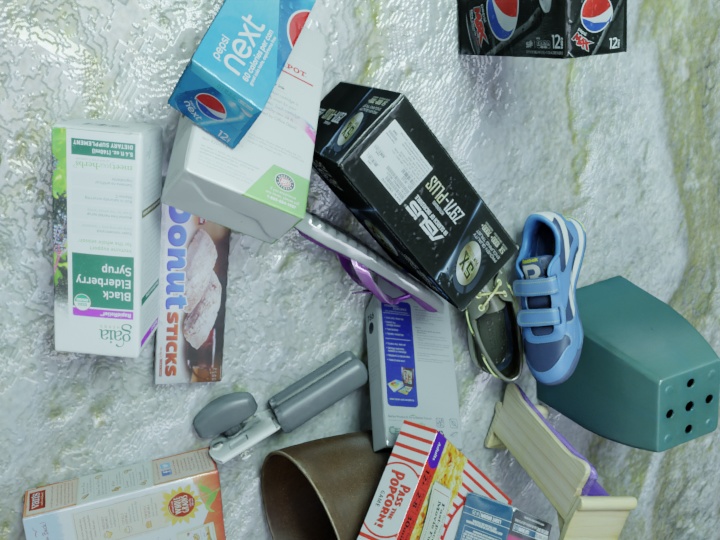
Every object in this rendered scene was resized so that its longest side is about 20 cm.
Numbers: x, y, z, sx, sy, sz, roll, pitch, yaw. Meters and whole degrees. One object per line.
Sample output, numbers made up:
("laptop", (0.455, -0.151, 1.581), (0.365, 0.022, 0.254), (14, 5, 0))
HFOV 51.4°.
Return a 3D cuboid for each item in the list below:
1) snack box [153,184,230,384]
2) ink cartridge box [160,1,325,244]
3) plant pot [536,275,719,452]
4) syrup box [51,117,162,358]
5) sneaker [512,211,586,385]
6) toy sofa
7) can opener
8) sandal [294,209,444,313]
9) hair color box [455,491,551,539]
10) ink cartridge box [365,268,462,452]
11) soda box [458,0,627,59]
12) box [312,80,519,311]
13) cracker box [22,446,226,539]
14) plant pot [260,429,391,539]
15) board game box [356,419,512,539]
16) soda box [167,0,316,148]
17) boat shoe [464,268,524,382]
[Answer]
("snack box", (-0.172, 0.017, 0.762), (0.070, 0.024, 0.206), (0, 107, -21))
("ink cartridge box", (-0.102, -0.143, 0.687), (0.115, 0.067, 0.205), (20, 61, -26))
("plant pot", (0.323, 0.120, 0.901), (0.138, 0.200, 0.145), (-14, 112, -17))
("syrup box", (-0.229, -0.030, 0.684), (0.076, 0.082, 0.206), (5, 105, -3))
("sneaker", (0.211, 0.027, 0.861), (0.081, 0.073, 0.206), (21, 68, -46))
("toy sofa", (0.237, 0.226, 0.900), (0.081, 0.200, 0.100), (9, 109, -23))
("can opener", (-0.084, 0.145, 0.823), (0.196, 0.053, 0.068), (-26, 114, -13))
("sandal", (-0.001, -0.001, 0.798), (0.200, 0.083, 0.050), (33, 95, -12))
("hair color box", (0.126, 0.340, 0.754), (0.099, 0.059, 0.205), (32, 71, -46))
("ink cartridge box", (0.057, 0.100, 0.839), (0.097, 0.039, 0.206), (9, 66, -23))
("soda box", (0.166, -0.242, 0.721), (0.069, 0.200, 0.065), (-11, 109, -18))
("box", (0.039, -0.078, 0.742), (0.086, 0.164, 0.200), (-44, 118, -3))
("cracker box", (-0.245, 0.282, 0.798), (0.195, 0.058, 0.138), (-9, 109, -21))
("plant pot", (0.015, 0.258, 0.846), (0.196, 0.185, 0.192), (-18, 113, -32))
("board game box", (0.078, 0.269, 0.769), (0.200, 0.045, 0.154), (46, 61, -43))
("soda box", (-0.088, -0.209, 0.640), (0.067, 0.064, 0.204), (31, 56, -19))
("boat shoe", (0.151, 0.038, 0.882), (0.071, 0.060, 0.206), (-23, 114, -14))
